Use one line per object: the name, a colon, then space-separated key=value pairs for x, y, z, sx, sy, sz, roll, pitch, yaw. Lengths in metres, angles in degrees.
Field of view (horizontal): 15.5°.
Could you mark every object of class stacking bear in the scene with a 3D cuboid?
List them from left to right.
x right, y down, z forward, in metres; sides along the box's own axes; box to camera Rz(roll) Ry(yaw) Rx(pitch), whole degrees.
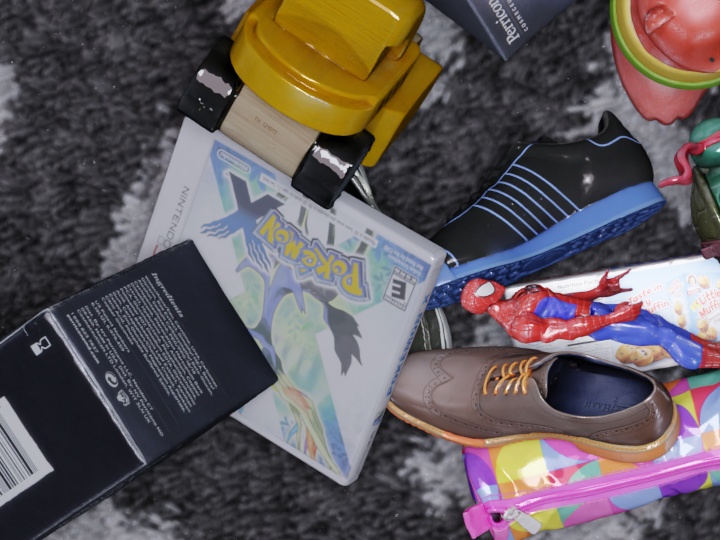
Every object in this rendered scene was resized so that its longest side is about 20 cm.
stacking bear: x=0.213 y=-0.164 z=1.673 sx=0.121 sy=0.200 sz=0.114 roll=-29 pitch=90 yaw=5

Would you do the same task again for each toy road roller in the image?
toy road roller: x=-0.013 y=-0.147 z=1.681 sx=0.123 sy=0.200 sz=0.146 roll=34 pitch=123 yaw=2

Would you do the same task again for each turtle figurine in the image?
turtle figurine: x=0.261 y=-0.033 z=1.654 sx=0.101 sy=0.150 sz=0.200 roll=-21 pitch=98 yaw=29

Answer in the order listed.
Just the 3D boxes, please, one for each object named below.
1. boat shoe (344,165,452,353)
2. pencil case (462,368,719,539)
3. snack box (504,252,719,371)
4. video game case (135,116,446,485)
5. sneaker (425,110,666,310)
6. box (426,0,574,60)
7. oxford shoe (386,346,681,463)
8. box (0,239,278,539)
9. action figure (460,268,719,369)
boat shoe: x=0.000 y=0.000 z=1.765 sx=0.071 sy=0.064 sz=0.200 roll=-27 pitch=91 yaw=5
pencil case: x=0.164 y=0.126 z=1.748 sx=0.200 sy=0.088 sz=0.088 roll=-17 pitch=91 yaw=5
snack box: x=0.200 y=0.030 z=1.770 sx=0.200 sy=0.024 sz=0.072 roll=-9 pitch=93 yaw=5
video game case: x=-0.058 y=0.018 z=1.734 sx=0.200 sy=0.022 sz=0.182 roll=30 pitch=118 yaw=18
sneaker: x=0.100 y=-0.039 z=1.743 sx=0.200 sy=0.070 sz=0.078 roll=-22 pitch=76 yaw=-14
box: x=0.095 y=-0.277 z=1.653 sx=0.198 sy=0.123 sz=0.200 roll=-41 pitch=132 yaw=-4
oxford shoe: x=0.105 y=0.073 z=1.701 sx=0.200 sy=0.073 sz=0.071 roll=5 pitch=63 yaw=17
box: x=-0.190 y=0.094 z=1.690 sx=0.197 sy=0.200 sz=0.117 roll=-34 pitch=89 yaw=27
action figure: x=0.162 y=0.031 z=1.714 sx=0.200 sy=0.065 sz=0.052 roll=7 pitch=107 yaw=-9
